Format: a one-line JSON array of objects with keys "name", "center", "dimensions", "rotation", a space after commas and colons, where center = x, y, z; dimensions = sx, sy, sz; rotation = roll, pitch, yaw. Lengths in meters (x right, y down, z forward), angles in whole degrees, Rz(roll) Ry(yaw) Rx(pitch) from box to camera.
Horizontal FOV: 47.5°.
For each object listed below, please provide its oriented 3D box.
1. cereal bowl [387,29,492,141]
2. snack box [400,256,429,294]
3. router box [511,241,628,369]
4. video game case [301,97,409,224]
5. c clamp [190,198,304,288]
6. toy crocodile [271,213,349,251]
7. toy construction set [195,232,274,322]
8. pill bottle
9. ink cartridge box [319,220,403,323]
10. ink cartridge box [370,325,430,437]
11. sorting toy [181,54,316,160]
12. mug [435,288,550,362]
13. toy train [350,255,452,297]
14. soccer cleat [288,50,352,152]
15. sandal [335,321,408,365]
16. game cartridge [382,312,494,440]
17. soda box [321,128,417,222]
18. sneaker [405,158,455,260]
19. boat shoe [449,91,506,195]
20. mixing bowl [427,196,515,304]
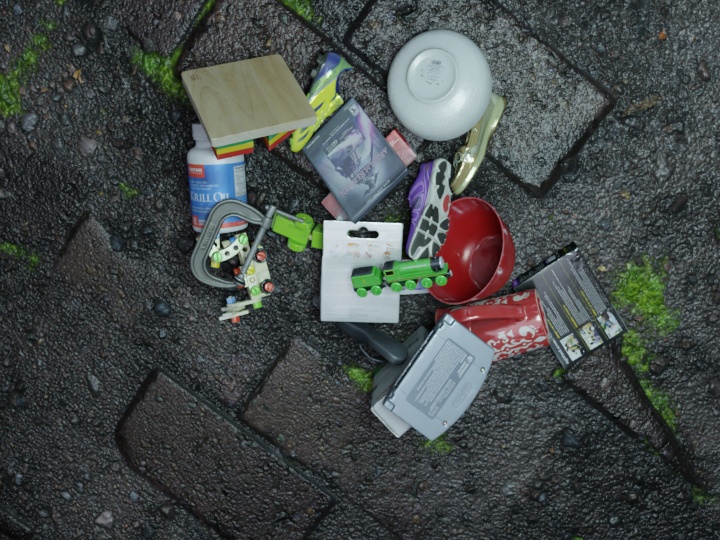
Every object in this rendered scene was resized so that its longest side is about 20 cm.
[{"name": "cereal bowl", "center": [0.137, -0.342, 1.486], "dimensions": [0.195, 0.083, 0.206], "rotation": [-1, 88, 18]}, {"name": "snack box", "center": [0.041, 0.014, 1.642], "dimensions": [0.195, 0.024, 0.074], "rotation": [-4, 104, 5]}, {"name": "router box", "center": [0.412, 0.070, 1.614], "dimensions": [0.148, 0.051, 0.202], "rotation": [-32, 99, 13]}, {"name": "video game case", "center": [-0.012, -0.208, 1.539], "dimensions": [0.142, 0.019, 0.202], "rotation": [-42, 62, 14]}, {"name": "c clamp", "center": [-0.224, -0.047, 1.550], "dimensions": [0.169, 0.027, 0.202], "rotation": [27, 102, -24]}, {"name": "toy crocodile", "center": [-0.082, -0.069, 1.615], "dimensions": [0.196, 0.062, 0.069], "rotation": [18, 121, 5]}, {"name": "toy construction set", "center": [-0.245, 0.008, 1.626], "dimensions": [0.128, 0.092, 0.205], "rotation": [-16, 112, -18]}, {"name": "pill bottle", "center": [-0.276, -0.181, 1.573], "dimensions": [0.109, 0.112, 0.205], "rotation": [-2, 103, 5]}, {"name": "ink cartridge box", "center": [0.000, 0.000, 1.598], "dimensions": [0.158, 0.050, 0.205], "rotation": [2, 105, -2]}, {"name": "ink cartridge box", "center": [0.098, 0.213, 1.595], "dimensions": [0.146, 0.200, 0.084], "rotation": [-43, 99, 13]}, {"name": "sorting toy", "center": [-0.204, -0.293, 1.491], "dimensions": [0.195, 0.202, 0.070], "rotation": [-15, 141, -19]}, {"name": "mug", "center": [0.250, 0.117, 1.547], "dimensions": [0.196, 0.177, 0.137], "rotation": [-16, 92, 16]}, {"name": "toy train", "center": [0.073, 0.008, 1.528], "dimensions": [0.195, 0.042, 0.057], "rotation": [-10, 123, 19]}, {"name": "soccer cleat", "center": [-0.078, -0.312, 1.552], "dimensions": [0.082, 0.065, 0.203], "rotation": [20, 107, -15]}, {"name": "sandal", "center": [0.023, 0.143, 1.605], "dimensions": [0.075, 0.199, 0.044], "rotation": [9, 103, -39]}, {"name": "game cartridge", "center": [0.147, 0.196, 1.470], "dimensions": [0.132, 0.040, 0.202], "rotation": [36, 92, -6]}, {"name": "soda box", "center": [0.017, -0.179, 1.576], "dimensions": [0.200, 0.063, 0.070], "rotation": [-43, 96, 12]}, {"name": "sneaker", "center": [0.124, -0.113, 1.556], "dimensions": [0.080, 0.082, 0.204], "rotation": [29, 70, -38]}, {"name": "boat shoe", "center": [0.207, -0.242, 1.531], "dimensions": [0.062, 0.073, 0.204], "rotation": [25, 91, -3]}, {"name": "mixing bowl", "center": [0.221, -0.026, 1.553], "dimensions": [0.107, 0.200, 0.203], "rotation": [18, 110, -42]}]
